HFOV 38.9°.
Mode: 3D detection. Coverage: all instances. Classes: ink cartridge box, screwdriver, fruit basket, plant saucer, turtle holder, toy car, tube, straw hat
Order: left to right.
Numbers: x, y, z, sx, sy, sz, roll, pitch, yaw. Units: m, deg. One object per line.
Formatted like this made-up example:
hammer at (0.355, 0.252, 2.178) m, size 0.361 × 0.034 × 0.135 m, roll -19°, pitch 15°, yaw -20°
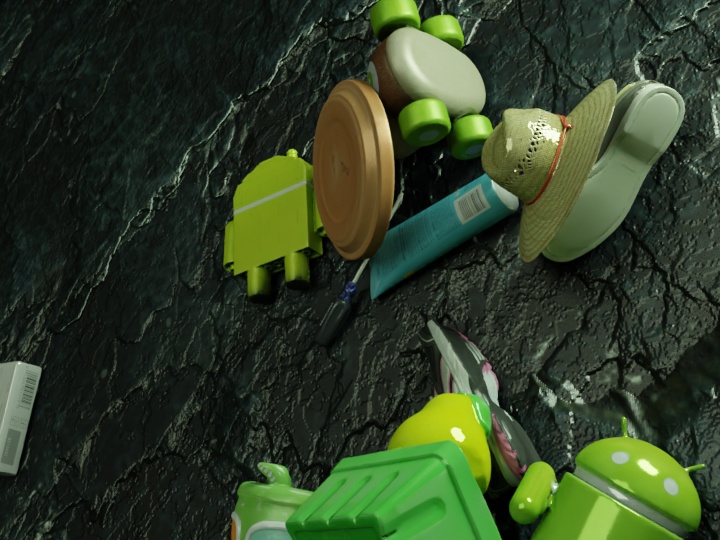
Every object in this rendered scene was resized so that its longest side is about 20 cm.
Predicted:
ink cartridge box at (-0.566, 0.224, 1.519) m, size 0.198 × 0.050 × 0.163 m, roll -11°, pitch 63°, yaw 39°
turtle holder at (-0.043, 0.277, 1.033) m, size 0.141 × 0.184 × 0.133 m, roll 153°, pitch 131°, yaw -66°
plant saucer at (-0.015, -0.112, 1.147) m, size 0.200 × 0.032 × 0.203 m, roll 175°, pitch 90°, yaw -68°
screwdriver at (0.000, 0.000, 1.174) m, size 0.201 × 0.028 × 0.029 m, roll -61°, pitch 4°, yaw 12°
toy car at (0.032, -0.184, 1.185) m, size 0.199 × 0.157 × 0.166 m, roll -31°, pitch 63°, yaw 37°
fruit basket at (0.057, 0.207, 0.904) m, size 0.214 × 0.215 × 0.157 m, roll -24°, pitch 89°, yaw 27°
tube at (0.082, -0.043, 1.138) m, size 0.199 × 0.050 × 0.078 m, roll -30°, pitch 43°, yaw 31°
straw hat at (0.167, -0.116, 1.003) m, size 0.201 × 0.084 × 0.203 m, roll -155°, pitch 90°, yaw -86°

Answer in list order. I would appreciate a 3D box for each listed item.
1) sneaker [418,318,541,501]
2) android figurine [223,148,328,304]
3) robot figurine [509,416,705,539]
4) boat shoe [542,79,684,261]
sneaker at (0.095, 0.140, 1.015) m, size 0.086 × 0.080 × 0.201 m, roll -39°, pitch 49°, yaw 18°
android figurine at (-0.105, -0.062, 1.294) m, size 0.181 × 0.041 × 0.202 m, roll -22°, pitch 58°, yaw 29°
robot figurine at (0.207, 0.231, 0.857) m, size 0.174 × 0.116 × 0.201 m, roll 29°, pitch 86°, yaw 15°
boat shoe at (0.244, -0.100, 1.023) m, size 0.203 × 0.072 × 0.060 m, roll -56°, pitch 20°, yaw 15°
